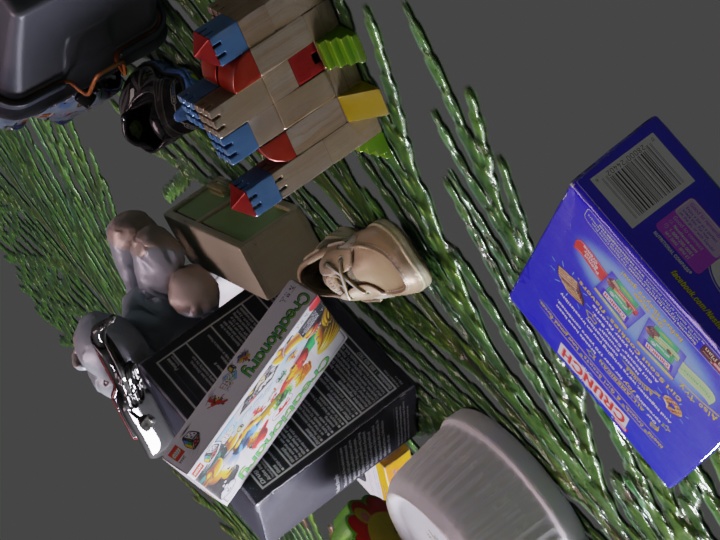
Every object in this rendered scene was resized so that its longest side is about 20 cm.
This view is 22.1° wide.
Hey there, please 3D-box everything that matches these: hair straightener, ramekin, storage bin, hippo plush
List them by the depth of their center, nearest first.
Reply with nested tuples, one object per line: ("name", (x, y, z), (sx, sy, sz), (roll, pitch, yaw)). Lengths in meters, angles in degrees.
("storage bin", (-0.267, -0.243, 1.661), (0.146, 0.200, 0.134), (50, 153, 15))
("ramekin", (0.112, 0.236, 1.687), (0.200, 0.105, 0.200), (48, 162, 22))
("hair straightener", (-0.215, 0.117, 1.790), (0.077, 0.041, 0.200), (43, 156, 38))
("hippo plush", (-0.236, 0.045, 1.905), (0.159, 0.161, 0.200), (43, 171, 17))

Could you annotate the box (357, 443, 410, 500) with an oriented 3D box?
("box", (-0.014, 0.173, 2.021), (0.200, 0.041, 0.119), (46, 162, 33))

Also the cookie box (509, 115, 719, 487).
("cookie box", (0.185, 0.025, 1.131), (0.171, 0.075, 0.200), (50, 162, 11))

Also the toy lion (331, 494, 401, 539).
("toy lion", (0.069, 0.297, 1.794), (0.200, 0.069, 0.192), (47, -154, 22))

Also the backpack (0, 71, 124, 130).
("backpack", (-0.322, -0.227, 1.842), (0.200, 0.154, 0.190), (66, -164, 5))

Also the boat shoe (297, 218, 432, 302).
("boat shoe", (0.000, 0.000, 1.602), (0.072, 0.065, 0.200), (59, 163, -14))

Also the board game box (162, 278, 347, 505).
("board game box", (-0.094, 0.114, 1.695), (0.035, 0.200, 0.126), (32, 171, 21))

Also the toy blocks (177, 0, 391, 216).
("toy blocks", (-0.073, -0.138, 1.412), (0.100, 0.137, 0.200), (33, 152, 51))

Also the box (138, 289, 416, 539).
("box", (-0.081, 0.129, 1.843), (0.200, 0.198, 0.123), (47, 162, 25))

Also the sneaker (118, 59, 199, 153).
("sneaker", (-0.208, -0.161, 1.826), (0.071, 0.083, 0.200), (60, 164, -17))

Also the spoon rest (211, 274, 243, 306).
("spoon rest", (-0.134, 0.030, 2.031), (0.099, 0.061, 0.200), (60, 163, -19))

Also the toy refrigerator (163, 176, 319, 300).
("toy refrigerator", (-0.119, -0.037, 1.837), (0.200, 0.076, 0.070), (23, 145, 61))
